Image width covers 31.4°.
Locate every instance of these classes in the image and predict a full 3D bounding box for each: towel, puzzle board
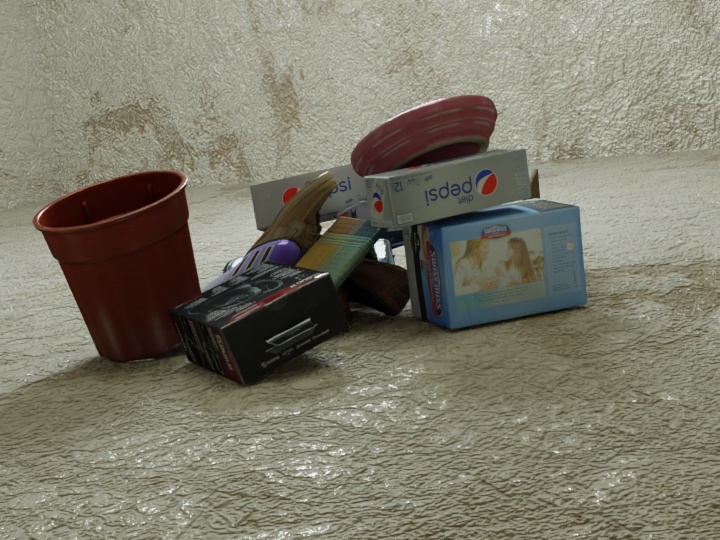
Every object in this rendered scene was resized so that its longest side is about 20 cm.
[{"bbox_3d":[-0.057,0.010,1.675,0.200,0.022,0.147,-48,23,-13],"label":"towel"},{"bbox_3d":[0.250,-0.061,1.845,0.017,0.152,0.200,-4,10,12],"label":"puzzle board"}]

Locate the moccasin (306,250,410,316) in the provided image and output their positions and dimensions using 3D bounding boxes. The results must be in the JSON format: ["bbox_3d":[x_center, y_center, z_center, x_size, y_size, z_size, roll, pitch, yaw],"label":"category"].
[{"bbox_3d":[-0.001,-0.001,1.768,0.078,0.074,0.201,-50,34,-17],"label":"moccasin"}]

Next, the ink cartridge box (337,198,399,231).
[{"bbox_3d":[0.057,-0.083,1.731,0.119,0.042,0.200,-8,-3,-21],"label":"ink cartridge box"}]

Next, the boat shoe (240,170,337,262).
[{"bbox_3d":[-0.086,-0.053,1.784,0.200,0.069,0.074,-49,-8,31],"label":"boat shoe"}]

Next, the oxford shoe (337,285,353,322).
[{"bbox_3d":[-0.065,0.029,1.772,0.071,0.072,0.200,-12,9,-25],"label":"oxford shoe"}]

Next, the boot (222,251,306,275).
[{"bbox_3d":[-0.110,-0.013,1.953,0.131,0.070,0.200,-21,1,34],"label":"boot"}]

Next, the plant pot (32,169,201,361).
[{"bbox_3d":[-0.292,-0.002,1.641,0.200,0.196,0.201,-12,21,5],"label":"plant pot"}]

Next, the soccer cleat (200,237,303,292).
[{"bbox_3d":[-0.164,0.026,1.746,0.199,0.068,0.073,-29,21,10],"label":"soccer cleat"}]

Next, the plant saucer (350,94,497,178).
[{"bbox_3d":[0.087,-0.157,1.653,0.199,0.051,0.201,-20,-15,-5],"label":"plant saucer"}]

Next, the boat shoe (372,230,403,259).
[{"bbox_3d":[0.020,-0.030,2.031,0.084,0.069,0.200,-25,-7,-36],"label":"boat shoe"}]

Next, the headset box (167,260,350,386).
[{"bbox_3d":[-0.118,0.058,1.506,0.148,0.078,0.200,-28,18,-23],"label":"headset box"}]

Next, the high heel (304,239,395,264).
[{"bbox_3d":[-0.040,0.023,1.852,0.199,0.072,0.143,-19,30,5],"label":"high heel"}]

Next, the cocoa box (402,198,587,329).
[{"bbox_3d":[0.172,-0.012,1.649,0.199,0.134,0.131,-10,10,-19],"label":"cocoa box"}]

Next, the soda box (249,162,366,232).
[{"bbox_3d":[-0.054,-0.107,1.846,0.199,0.069,0.063,-12,-8,13],"label":"soda box"}]

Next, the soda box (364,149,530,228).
[{"bbox_3d":[0.109,-0.103,1.585,0.199,0.064,0.068,-14,10,-25],"label":"soda box"}]
